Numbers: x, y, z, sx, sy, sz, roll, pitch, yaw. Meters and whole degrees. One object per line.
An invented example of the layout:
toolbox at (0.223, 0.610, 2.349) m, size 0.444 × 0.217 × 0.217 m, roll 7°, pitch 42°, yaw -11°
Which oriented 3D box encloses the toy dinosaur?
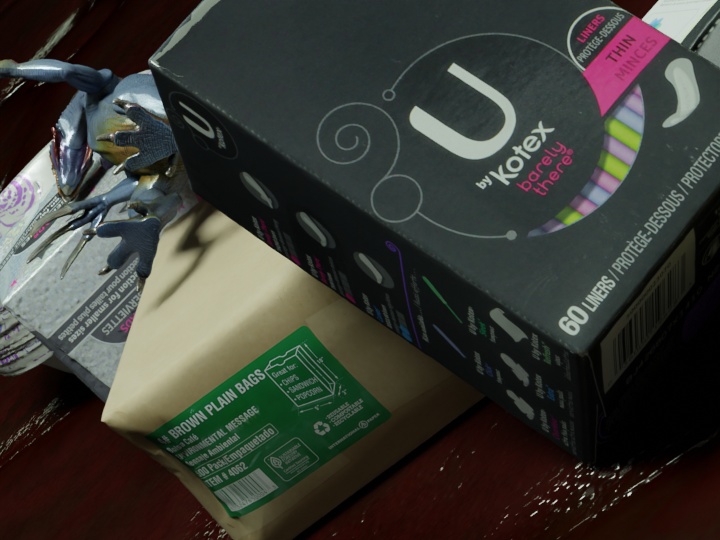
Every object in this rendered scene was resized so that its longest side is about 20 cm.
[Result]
toy dinosaur at (-0.101, -0.054, 1.151) m, size 0.199 × 0.105 × 0.182 m, roll -4°, pitch 19°, yaw 0°

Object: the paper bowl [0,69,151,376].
paper bowl at (-0.159, -0.017, 1.487) m, size 0.201 × 0.104 × 0.201 m, roll -40°, pitch 19°, yaw 16°

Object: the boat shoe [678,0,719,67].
boat shoe at (0.188, -0.110, 0.941) m, size 0.200 × 0.075 × 0.062 m, roll -37°, pitch -23°, yaw 16°

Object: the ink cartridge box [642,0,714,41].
ink cartridge box at (0.187, -0.132, 1.066) m, size 0.200 × 0.042 × 0.119 m, roll -51°, pitch 17°, yaw -12°

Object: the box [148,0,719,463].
box at (0.040, -0.044, 0.901) m, size 0.122 × 0.200 × 0.106 m, roll -50°, pitch -22°, yaw -17°

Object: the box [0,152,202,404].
box at (-0.079, -0.023, 1.268) m, size 0.200 × 0.132 × 0.115 m, roll -45°, pitch 18°, yaw 0°

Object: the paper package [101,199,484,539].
paper package at (0.000, 0.000, 1.087) m, size 0.200 × 0.103 × 0.191 m, roll -37°, pitch 19°, yaw 23°
